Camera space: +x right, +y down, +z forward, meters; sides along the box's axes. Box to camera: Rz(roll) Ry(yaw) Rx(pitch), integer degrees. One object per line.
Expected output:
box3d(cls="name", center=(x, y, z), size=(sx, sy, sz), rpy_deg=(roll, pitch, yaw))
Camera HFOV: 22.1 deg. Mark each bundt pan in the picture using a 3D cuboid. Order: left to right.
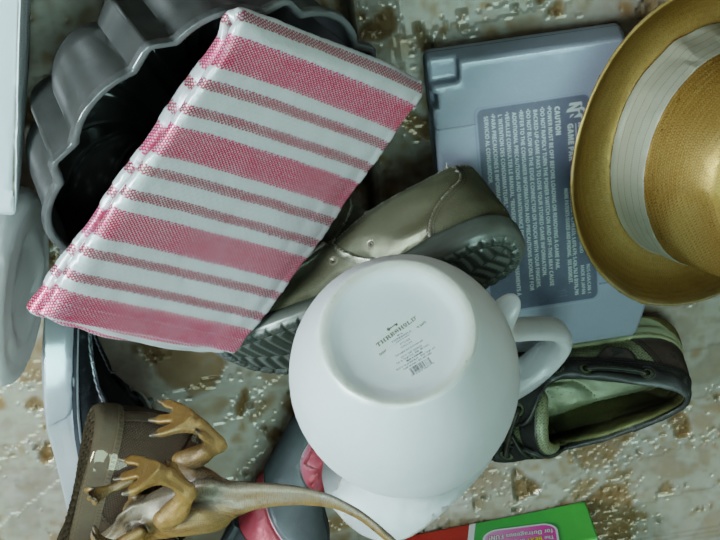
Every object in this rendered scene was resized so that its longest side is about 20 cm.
box3d(cls="bundt pan", center=(-0.092, -0.082, 0.986), size=(0.201, 0.076, 0.202), rpy_deg=(-25, 145, -19))

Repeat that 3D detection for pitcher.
box3d(cls="pitcher", center=(0.046, 0.056, 1.010), size=(0.171, 0.121, 0.200), rpy_deg=(-37, 158, -11))

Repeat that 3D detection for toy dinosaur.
box3d(cls="toy dinosaur", center=(-0.082, 0.124, 1.010), size=(0.199, 0.061, 0.106), rpy_deg=(-12, 134, 11))

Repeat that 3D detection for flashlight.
box3d(cls="flashlight", center=(-0.019, 0.113, 1.144), size=(0.068, 0.068, 0.200), rpy_deg=(14, 118, -36))

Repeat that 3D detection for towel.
box3d(cls="towel", center=(-0.070, -0.042, 0.966), size=(0.146, 0.030, 0.200), rpy_deg=(15, 118, -50))

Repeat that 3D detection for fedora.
box3d(cls="fedora", center=(0.212, -0.062, 1.038), size=(0.200, 0.082, 0.201), rpy_deg=(-12, 118, -23))

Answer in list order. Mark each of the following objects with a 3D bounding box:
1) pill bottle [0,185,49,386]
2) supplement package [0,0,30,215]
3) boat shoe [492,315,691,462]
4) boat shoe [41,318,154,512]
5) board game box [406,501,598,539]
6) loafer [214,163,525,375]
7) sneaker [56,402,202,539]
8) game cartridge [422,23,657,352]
box3d(cls="pill bottle", center=(-0.279, -0.003, 1.011), size=(0.199, 0.111, 0.111), rpy_deg=(7, 119, 3))
box3d(cls="supplement package", center=(-0.248, -0.144, 0.944), size=(0.155, 0.111, 0.201), rpy_deg=(3, 118, -9))
box3d(cls="boat shoe", center=(0.108, 0.084, 1.143), size=(0.200, 0.066, 0.072), rpy_deg=(-16, 122, 2))
box3d(cls="boat shoe", center=(-0.150, 0.098, 1.115), size=(0.067, 0.072, 0.201), rpy_deg=(-6, 122, -2))
box3d(cls="board game box", center=(0.065, 0.245, 1.244), size=(0.199, 0.040, 0.154), rpy_deg=(-11, 120, -1))
box3d(cls="loafer", center=(0.000, 0.000, 1.063), size=(0.199, 0.070, 0.075), rpy_deg=(-23, 148, 18))
box3d(cls="sneaker", center=(-0.138, 0.164, 1.085), size=(0.075, 0.071, 0.200), rpy_deg=(9, 129, -13))
box3d(cls="game cartridge", center=(0.110, -0.046, 1.089), size=(0.133, 0.042, 0.201), rpy_deg=(-10, 120, -6))
